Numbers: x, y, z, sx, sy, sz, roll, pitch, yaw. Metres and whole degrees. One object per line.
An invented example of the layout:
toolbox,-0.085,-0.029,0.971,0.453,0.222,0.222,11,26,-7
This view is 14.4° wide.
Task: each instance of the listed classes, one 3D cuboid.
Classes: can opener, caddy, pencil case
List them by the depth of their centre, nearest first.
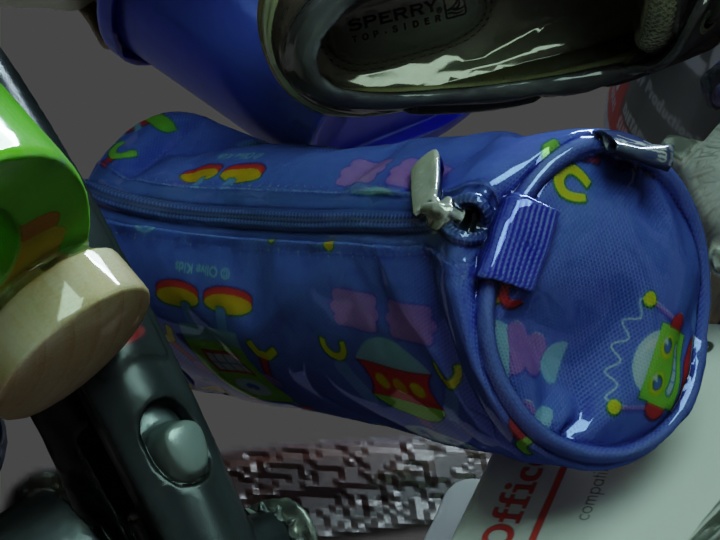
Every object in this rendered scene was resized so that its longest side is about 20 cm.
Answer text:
can opener,-0.070,0.029,0.728,0.078,0.063,0.201,-15,80,-42
pencil case,0.000,0.000,0.735,0.087,0.200,0.078,39,70,-35
caddy,0.000,-0.114,0.858,0.105,0.142,0.200,37,25,14

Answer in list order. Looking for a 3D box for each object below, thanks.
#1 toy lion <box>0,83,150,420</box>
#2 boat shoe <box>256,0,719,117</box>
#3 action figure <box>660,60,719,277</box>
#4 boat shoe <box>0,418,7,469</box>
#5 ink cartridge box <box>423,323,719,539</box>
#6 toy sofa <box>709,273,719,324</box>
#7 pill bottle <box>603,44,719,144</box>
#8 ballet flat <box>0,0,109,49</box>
toy lion,-0.147,0.026,0.608,0.200,0.192,0.069,-40,76,-9
boat shoe,0.071,-0.082,0.737,0.199,0.072,0.065,-17,21,-1
action figure,0.174,-0.027,0.734,0.193,0.200,0.105,-7,90,-11
boat shoe,-0.188,0.023,0.732,0.199,0.073,0.072,7,45,-10
ink cartridge box,0.092,0.074,0.715,0.199,0.067,0.116,3,39,23
toy sofa,0.181,0.050,0.810,0.199,0.083,0.098,21,49,4
pill bottle,0.153,-0.101,0.864,0.113,0.200,0.114,9,45,-9
ballet flat,-0.137,-0.132,0.915,0.200,0.068,0.072,34,66,11
